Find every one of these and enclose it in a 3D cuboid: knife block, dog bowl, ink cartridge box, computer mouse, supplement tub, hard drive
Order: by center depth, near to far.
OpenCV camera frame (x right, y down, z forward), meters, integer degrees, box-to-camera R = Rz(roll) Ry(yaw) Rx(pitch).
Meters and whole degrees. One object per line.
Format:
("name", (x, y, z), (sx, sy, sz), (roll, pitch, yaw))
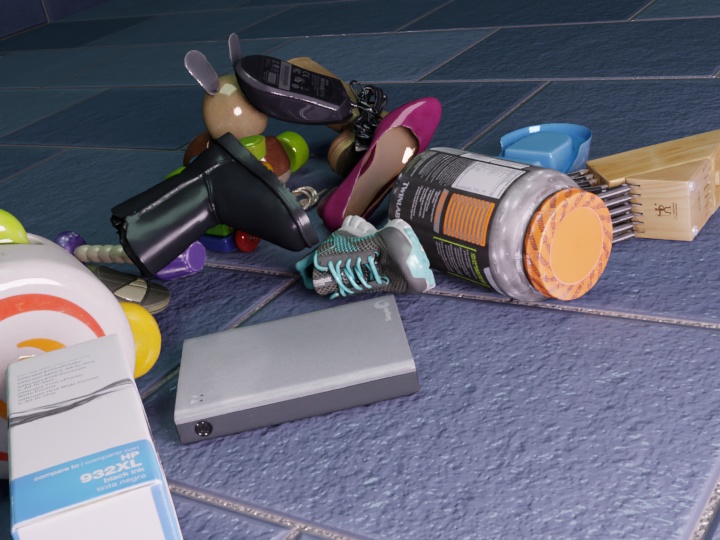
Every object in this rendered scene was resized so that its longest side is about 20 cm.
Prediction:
("ink cartridge box", (-0.161, 0.150, 0.637), (0.083, 0.146, 0.200), (-17, 25, -13))
("hard drive", (-0.056, 0.082, 0.872), (0.199, 0.033, 0.140), (-12, 24, -1))
("supplement tub", (0.128, -0.043, 0.948), (0.122, 0.123, 0.200), (-27, 29, -29))
("knife block", (0.270, -0.084, 1.041), (0.175, 0.064, 0.200), (8, 31, 36))
("dog bowl", (0.187, -0.112, 1.156), (0.111, 0.050, 0.200), (12, 34, 42))
("computer mouse", (-0.067, -0.209, 1.270), (0.199, 0.053, 0.139), (18, 37, -9))

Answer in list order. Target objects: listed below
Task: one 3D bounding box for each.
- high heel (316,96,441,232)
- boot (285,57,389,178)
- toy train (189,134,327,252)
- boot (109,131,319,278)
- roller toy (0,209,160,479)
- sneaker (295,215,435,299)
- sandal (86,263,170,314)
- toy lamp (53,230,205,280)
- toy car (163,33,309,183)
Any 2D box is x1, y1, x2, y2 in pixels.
("high heel", (0.033, -0.118, 1.159), (0.200, 0.067, 0.096), (-50, 21, 0))
("boot", (-0.050, -0.209, 1.363), (0.200, 0.066, 0.175), (36, 33, 21))
("toy train", (-0.118, -0.110, 1.211), (0.084, 0.116, 0.200), (10, 33, 39))
("boot", (-0.155, -0.043, 1.044), (0.168, 0.077, 0.200), (-38, 51, -11))
("roller toy", (-0.282, 0.069, 0.827), (0.183, 0.200, 0.140), (-55, 35, -6))
("sneaker", (0.000, 0.000, 0.974), (0.091, 0.078, 0.200), (-30, 13, -18))
("sandal", (-0.247, 0.031, 1.044), (0.079, 0.058, 0.201), (20, -3, -20))
("toy lamp", (-0.263, -0.019, 1.155), (0.199, 0.059, 0.058), (4, 29, 31))
("toy car", (-0.178, -0.199, 1.327), (0.157, 0.201, 0.164), (4, 29, 31))
